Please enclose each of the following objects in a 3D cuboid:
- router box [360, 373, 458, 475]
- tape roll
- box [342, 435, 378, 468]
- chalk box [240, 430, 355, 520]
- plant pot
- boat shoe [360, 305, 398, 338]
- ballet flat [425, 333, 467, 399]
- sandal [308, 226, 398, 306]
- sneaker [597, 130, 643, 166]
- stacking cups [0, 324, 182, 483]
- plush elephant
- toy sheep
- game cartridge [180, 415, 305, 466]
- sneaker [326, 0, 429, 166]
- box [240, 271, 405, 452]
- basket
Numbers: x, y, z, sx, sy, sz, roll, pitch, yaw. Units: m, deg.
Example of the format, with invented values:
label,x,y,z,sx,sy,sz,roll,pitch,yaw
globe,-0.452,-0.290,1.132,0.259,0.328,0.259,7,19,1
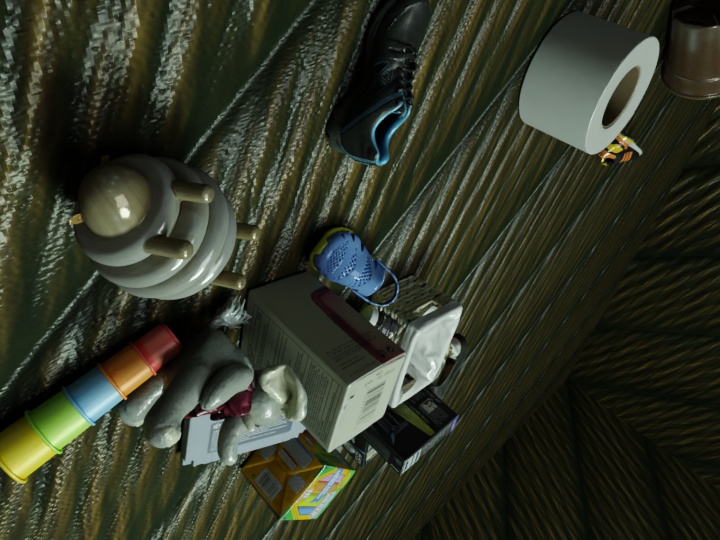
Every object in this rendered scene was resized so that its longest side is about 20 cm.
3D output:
label,x,y,z,sx,sy,sz,roll,pitch,yaw
router box,0.064,0.272,1.058,0.157,0.200,0.052,-26,142,-35
tape roll,0.391,-0.322,0.935,0.202,0.139,0.203,-35,146,-28
box,0.054,0.309,1.195,0.200,0.086,0.164,-31,143,-32
chalk box,-0.103,0.377,1.018,0.124,0.125,0.200,-49,151,-4
plant pot,0.790,-0.534,1.223,0.200,0.200,0.198,-51,141,-2
boat shoe,-0.010,0.148,0.927,0.060,0.074,0.200,28,110,-17
ballet flat,0.182,0.193,1.156,0.200,0.068,0.069,-58,146,-41
sandal,0.000,0.000,0.798,0.080,0.087,0.200,-53,148,6
sneaker,0.666,-0.310,1.407,0.090,0.070,0.200,-48,153,24
stacking cups,-0.282,0.136,0.580,0.200,0.060,0.061,-36,146,-25
plush elephant,-0.163,0.153,0.653,0.155,0.164,0.200,51,54,-22
toy sheep,-0.171,-0.034,0.485,0.138,0.138,0.200,-48,156,-7
game cartridge,-0.165,0.219,0.812,0.199,0.042,0.134,-6,124,-33
sneaker,0.038,-0.217,0.623,0.073,0.082,0.201,-1,122,-51
box,-0.057,0.114,0.725,0.109,0.200,0.128,-20,138,-42
basket,0.081,0.126,1.004,0.135,0.123,0.201,-22,138,-40
